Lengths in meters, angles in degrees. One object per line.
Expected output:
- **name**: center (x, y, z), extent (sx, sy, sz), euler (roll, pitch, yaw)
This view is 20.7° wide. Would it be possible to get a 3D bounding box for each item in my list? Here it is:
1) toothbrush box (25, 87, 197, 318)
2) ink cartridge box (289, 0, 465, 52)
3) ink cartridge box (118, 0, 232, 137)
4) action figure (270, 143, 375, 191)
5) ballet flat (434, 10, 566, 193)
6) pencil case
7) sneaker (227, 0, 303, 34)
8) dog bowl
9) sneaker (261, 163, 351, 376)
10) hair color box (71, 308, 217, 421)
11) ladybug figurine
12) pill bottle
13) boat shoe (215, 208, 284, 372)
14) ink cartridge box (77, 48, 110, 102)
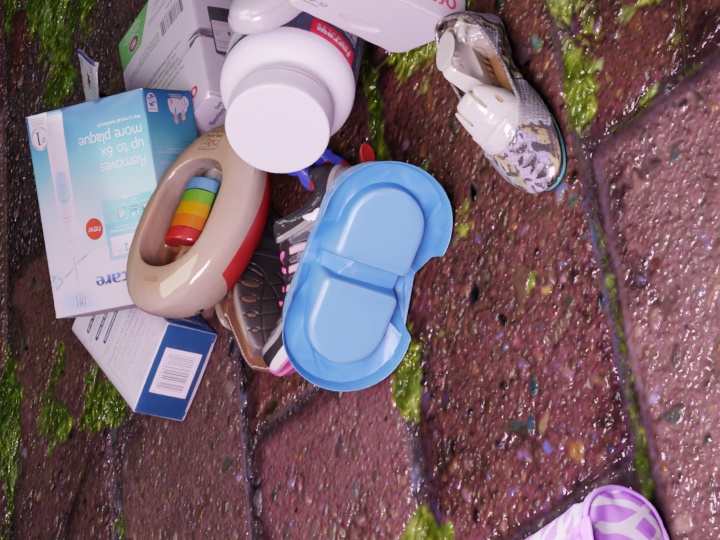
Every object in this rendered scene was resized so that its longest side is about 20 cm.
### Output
- **toothbrush box**: center (-0.227, -0.063, 1.895), extent (0.146, 0.085, 0.200), euler (-9, 89, 30)
- **ink cartridge box**: center (0.020, -0.308, 1.692), extent (0.086, 0.147, 0.200), euler (-15, 66, 44)
- **ink cartridge box**: center (-0.169, -0.195, 2.004), extent (0.146, 0.084, 0.200), euler (-47, 42, 37)
- **action figure**: center (-0.066, -0.127, 1.814), extent (0.200, 0.065, 0.099), euler (11, 120, 59)
- **ballet flat**: center (0.100, -0.137, 1.575), extent (0.072, 0.072, 0.201), euler (-53, 38, 31)
- **pencil case**: center (0.125, 0.218, 1.373), extent (0.200, 0.085, 0.084), euler (-41, 44, 41)
- **sneaker**: center (-0.068, -0.286, 1.703), extent (0.075, 0.089, 0.200), euler (2, 44, 33)
- **dog bowl**: center (0.000, 0.000, 1.643), extent (0.050, 0.111, 0.200), euler (-134, 63, -69)
- **sneaker**: center (-0.043, -0.007, 1.711), extent (0.087, 0.074, 0.200), euler (31, 103, 20)
- **hair color box**: center (-0.221, 0.063, 2.003), extent (0.200, 0.060, 0.100), euler (42, 112, 55)
- **ladybug figurine**: center (-0.137, -0.041, 1.778), extent (0.136, 0.072, 0.200), euler (2, 62, 45)
- **pill bottle**: center (-0.060, -0.178, 1.738), extent (0.120, 0.119, 0.200), euler (-51, 18, 34)
- **boat shoe**: center (-0.097, 0.023, 1.824), extent (0.074, 0.076, 0.200), euler (-58, 27, 35)
- **ink cartridge box**: center (-0.262, -0.127, 2.061), extent (0.200, 0.041, 0.200), euler (-138, 45, -73)
